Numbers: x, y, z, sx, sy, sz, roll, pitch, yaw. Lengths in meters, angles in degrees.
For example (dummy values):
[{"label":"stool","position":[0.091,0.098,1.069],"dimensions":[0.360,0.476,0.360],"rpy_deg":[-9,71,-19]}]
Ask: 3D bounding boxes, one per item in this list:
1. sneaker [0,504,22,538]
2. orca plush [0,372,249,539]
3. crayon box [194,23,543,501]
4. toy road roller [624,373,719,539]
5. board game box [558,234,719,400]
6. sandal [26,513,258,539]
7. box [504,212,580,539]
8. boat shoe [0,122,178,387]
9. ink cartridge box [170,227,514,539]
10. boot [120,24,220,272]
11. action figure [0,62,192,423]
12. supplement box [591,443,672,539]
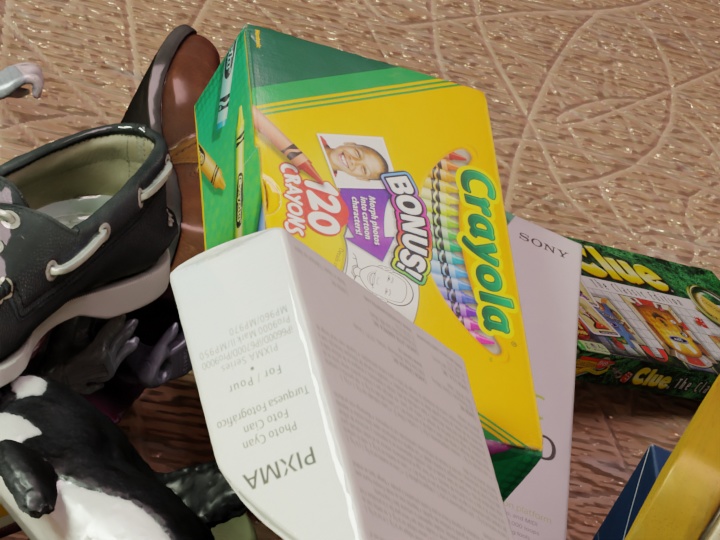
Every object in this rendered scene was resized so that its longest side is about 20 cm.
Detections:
[{"label":"sneaker","position":[-0.185,0.090,0.892],"dimensions":[0.200,0.075,0.090],"rpy_deg":[-1,38,-27]},{"label":"orca plush","position":[-0.061,0.084,0.836],"dimensions":[0.200,0.071,0.105],"rpy_deg":[36,-18,52]},{"label":"crayon box","position":[0.000,0.000,1.066],"dimensions":[0.119,0.058,0.200],"rpy_deg":[14,46,-24]},{"label":"toy road roller","position":[0.189,0.053,0.917],"dimensions":[0.123,0.146,0.200],"rpy_deg":[30,28,7]},{"label":"board game box","position":[0.143,0.025,1.316],"dimensions":[0.200,0.023,0.105],"rpy_deg":[11,30,-46]},{"label":"sandal","position":[-0.096,0.113,0.944],"dimensions":[0.080,0.057,0.201],"rpy_deg":[33,28,9]},{"label":"box","position":[0.024,0.040,1.127],"dimensions":[0.144,0.036,0.200],"rpy_deg":[23,42,-15]},{"label":"boat shoe","position":[-0.130,-0.006,0.898],"dimensions":[0.075,0.060,0.200],"rpy_deg":[14,21,18]},{"label":"ink cartridge box","position":[0.010,0.102,0.866],"dimensions":[0.160,0.047,0.200],"rpy_deg":[37,35,-59]},{"label":"boot","position":[-0.022,-0.026,1.232],"dimensions":[0.200,0.069,0.188],"rpy_deg":[23,28,-12]},{"label":"action figure","position":[-0.165,0.001,1.063],"dimensions":[0.200,0.134,0.149],"rpy_deg":[29,65,20]},{"label":"supplement box","position":[0.175,0.201,0.958],"dimensions":[0.199,0.134,0.200],"rpy_deg":[22,28,-13]}]
